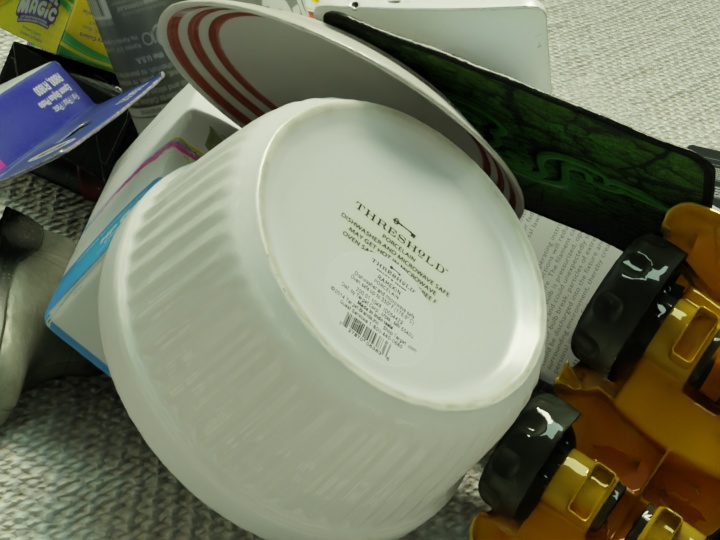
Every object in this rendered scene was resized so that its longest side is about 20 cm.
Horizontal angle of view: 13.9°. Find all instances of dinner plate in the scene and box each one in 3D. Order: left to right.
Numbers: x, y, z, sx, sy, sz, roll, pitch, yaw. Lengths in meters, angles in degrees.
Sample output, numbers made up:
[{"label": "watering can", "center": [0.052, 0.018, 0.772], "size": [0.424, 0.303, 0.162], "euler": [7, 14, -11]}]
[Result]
[{"label": "dinner plate", "center": [-0.006, -0.080, 1.430], "size": [0.199, 0.024, 0.200], "euler": [28, -14, 8]}]

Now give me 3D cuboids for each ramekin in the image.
[{"label": "ramekin", "center": [-0.008, 0.017, 1.339], "size": [0.199, 0.105, 0.201], "euler": [21, 50, -27]}]

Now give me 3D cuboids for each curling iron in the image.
[{"label": "curling iron", "center": [-0.164, -0.054, 1.770], "size": [0.199, 0.026, 0.049], "euler": [27, 15, 30]}]

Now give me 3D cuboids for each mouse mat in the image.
[{"label": "mouse mat", "center": [0.076, -0.059, 1.423], "size": [0.199, 0.008, 0.161], "euler": [23, -16, 12]}]

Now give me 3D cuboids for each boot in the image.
[{"label": "boot", "center": [-0.133, 0.037, 1.476], "size": [0.130, 0.068, 0.200], "euler": [24, 22, -9]}]

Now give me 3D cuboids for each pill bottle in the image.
[{"label": "pill bottle", "center": [-0.075, -0.106, 1.641], "size": [0.113, 0.201, 0.114], "euler": [-20, 12, 5]}]

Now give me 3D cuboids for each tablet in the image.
[{"label": "tablet", "center": [0.046, -0.095, 1.701], "size": [0.129, 0.200, 0.014], "euler": [1, 59, 7]}]

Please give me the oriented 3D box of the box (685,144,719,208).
[{"label": "box", "center": [0.239, 0.001, 1.760], "size": [0.199, 0.079, 0.141], "euler": [17, 31, 38]}]

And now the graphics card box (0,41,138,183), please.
[{"label": "graphics card box", "center": [-0.111, -0.076, 1.779], "size": [0.125, 0.051, 0.199], "euler": [31, 9, 41]}]

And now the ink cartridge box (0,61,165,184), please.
[{"label": "ink cartridge box", "center": [-0.216, -0.057, 1.524], "size": [0.199, 0.043, 0.196], "euler": [-26, 8, 16]}]

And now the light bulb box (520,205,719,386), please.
[{"label": "light bulb box", "center": [0.127, -0.001, 1.620], "size": [0.200, 0.125, 0.198], "euler": [30, 4, 37]}]

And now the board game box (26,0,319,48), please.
[{"label": "board game box", "center": [-0.113, -0.143, 1.952], "size": [0.199, 0.105, 0.103], "euler": [11, 18, -17]}]

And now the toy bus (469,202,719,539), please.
[{"label": "toy bus", "center": [0.145, 0.090, 1.425], "size": [0.135, 0.200, 0.192], "euler": [34, -10, 7]}]

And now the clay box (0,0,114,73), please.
[{"label": "clay box", "center": [-0.144, -0.143, 1.781], "size": [0.199, 0.048, 0.115], "euler": [15, 7, -37]}]

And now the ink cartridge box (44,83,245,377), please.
[{"label": "ink cartridge box", "center": [-0.063, 0.001, 1.489], "size": [0.144, 0.085, 0.200], "euler": [39, 21, -11]}]
